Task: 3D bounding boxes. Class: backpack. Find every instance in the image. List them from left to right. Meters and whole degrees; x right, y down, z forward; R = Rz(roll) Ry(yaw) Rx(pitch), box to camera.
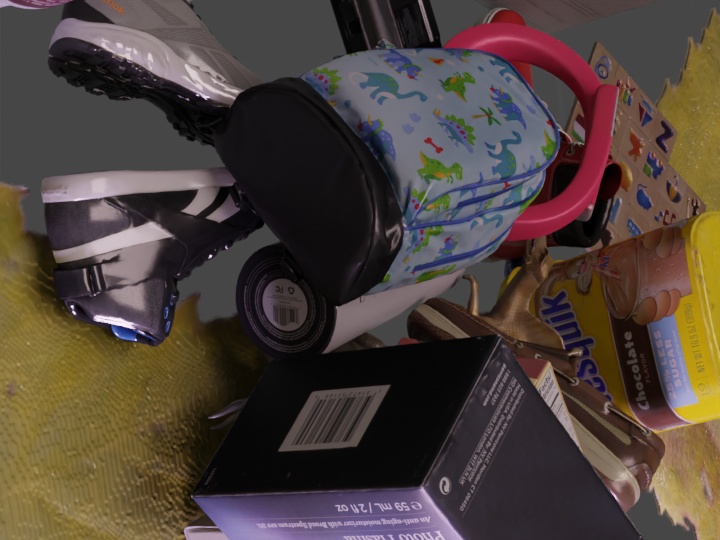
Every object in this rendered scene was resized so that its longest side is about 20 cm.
[{"bbox_3d":[0.033,-0.068,1.228,0.199,0.154,0.164,7,39,-51],"label":"backpack"}]

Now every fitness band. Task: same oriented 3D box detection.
[{"bbox_3d":[0.110,-0.100,1.375,0.038,0.142,0.201,97,8,-51],"label":"fitness band"}]

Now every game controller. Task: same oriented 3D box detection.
[{"bbox_3d":[0.023,-0.177,1.422,0.104,0.042,0.202,-36,112,-58],"label":"game controller"}]

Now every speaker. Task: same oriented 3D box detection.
[{"bbox_3d":[0.000,0.000,1.310,0.200,0.081,0.082,-25,104,-58],"label":"speaker"}]

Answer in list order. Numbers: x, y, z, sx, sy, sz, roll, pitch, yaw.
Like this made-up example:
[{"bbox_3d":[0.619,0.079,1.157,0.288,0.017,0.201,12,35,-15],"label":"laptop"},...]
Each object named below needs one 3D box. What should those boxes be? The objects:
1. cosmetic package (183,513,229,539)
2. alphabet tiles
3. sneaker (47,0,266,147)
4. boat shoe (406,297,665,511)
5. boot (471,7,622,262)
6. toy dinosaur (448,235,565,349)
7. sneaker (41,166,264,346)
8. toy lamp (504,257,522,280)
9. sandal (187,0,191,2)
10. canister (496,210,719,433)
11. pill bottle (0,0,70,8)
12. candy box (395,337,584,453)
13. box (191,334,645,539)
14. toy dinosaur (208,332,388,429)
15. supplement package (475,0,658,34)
[{"bbox_3d":[-0.017,0.179,1.306,0.199,0.073,0.105,-30,107,-45],"label":"cosmetic package"},{"bbox_3d":[0.235,-0.071,1.644,0.200,0.007,0.168,42,57,-35],"label":"alphabet tiles"},{"bbox_3d":[-0.112,-0.137,1.247,0.199,0.074,0.080,26,62,-41],"label":"sneaker"},{"bbox_3d":[0.124,0.082,1.317,0.202,0.075,0.075,42,66,12],"label":"boat shoe"},{"bbox_3d":[0.144,-0.111,1.456,0.072,0.143,0.202,11,76,-42],"label":"boot"},{"bbox_3d":[0.101,0.075,1.364,0.058,0.100,0.203,-10,99,-64],"label":"toy dinosaur"},{"bbox_3d":[-0.118,-0.009,1.233,0.199,0.073,0.113,-5,93,-39],"label":"sneaker"},{"bbox_3d":[0.100,0.079,1.453,0.058,0.058,0.201,48,52,-31],"label":"toy lamp"},{"bbox_3d":[-0.120,-0.280,1.268,0.082,0.049,0.205,-5,89,-46],"label":"sandal"},{"bbox_3d":[0.201,0.048,1.374,0.086,0.199,0.150,-3,79,-39],"label":"canister"},{"bbox_3d":[-0.171,-0.216,1.100,0.114,0.199,0.116,8,79,-45],"label":"pill bottle"},{"bbox_3d":[0.093,0.138,1.264,0.055,0.114,0.201,-56,137,-33],"label":"candy box"},{"bbox_3d":[0.040,0.157,1.172,0.199,0.199,0.124,51,51,-28],"label":"box"},{"bbox_3d":[-0.011,0.067,1.317,0.200,0.102,0.078,-39,153,-56],"label":"toy dinosaur"},{"bbox_3d":[0.180,-0.275,1.468,0.116,0.199,0.119,25,64,-41],"label":"supplement package"}]
